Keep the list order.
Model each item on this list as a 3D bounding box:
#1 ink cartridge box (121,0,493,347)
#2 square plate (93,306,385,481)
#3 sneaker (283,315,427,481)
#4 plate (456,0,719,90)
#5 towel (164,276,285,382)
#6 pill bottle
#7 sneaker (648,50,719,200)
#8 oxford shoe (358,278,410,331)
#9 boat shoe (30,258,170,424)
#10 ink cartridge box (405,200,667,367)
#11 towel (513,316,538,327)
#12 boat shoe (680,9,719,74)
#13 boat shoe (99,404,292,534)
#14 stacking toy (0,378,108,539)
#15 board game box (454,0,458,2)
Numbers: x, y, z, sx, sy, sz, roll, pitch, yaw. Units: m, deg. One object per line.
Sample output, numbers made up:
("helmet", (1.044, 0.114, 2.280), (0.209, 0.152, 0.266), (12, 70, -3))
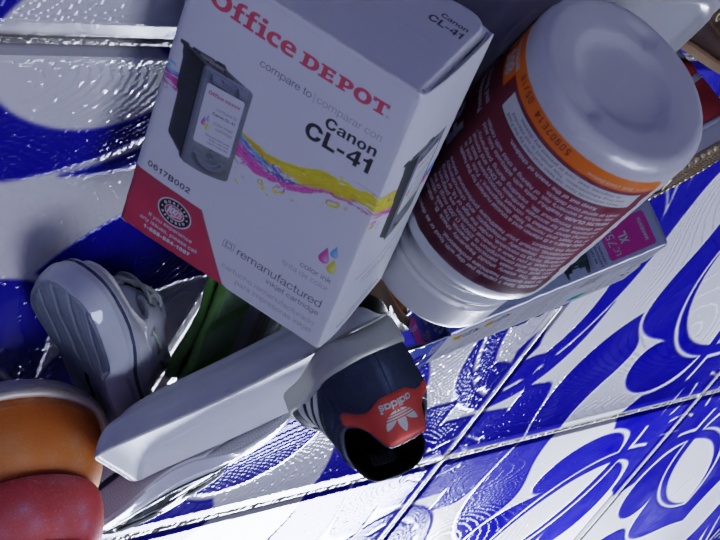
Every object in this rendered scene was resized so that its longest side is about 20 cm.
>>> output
("ink cartridge box", (-0.035, -0.079, 1.008), (0.086, 0.147, 0.201), (-47, 166, -44))
("square plate", (-0.076, 0.079, 1.205), (0.198, 0.029, 0.198), (-26, 170, -5))
("sneaker", (0.002, 0.095, 1.160), (0.074, 0.085, 0.200), (-25, 170, -9))
("plate", (0.123, -0.133, 1.100), (0.198, 0.033, 0.200), (-6, 154, -37))
("towel", (-0.044, -0.010, 1.225), (0.199, 0.031, 0.150), (-29, 152, -47))
("pill bottle", (0.094, -0.055, 1.056), (0.113, 0.115, 0.200), (-16, 161, -40))
("sneaker", (0.172, -0.100, 1.311), (0.199, 0.113, 0.071), (-25, 167, -27))
("oxford shoe", (0.000, 0.000, 1.206), (0.070, 0.072, 0.200), (5, 167, 2))
("boat shoe", (-0.156, 0.030, 1.146), (0.067, 0.073, 0.200), (-47, 169, -20))
("ink cartridge box", (0.106, 0.015, 1.274), (0.198, 0.042, 0.119), (-25, 172, -11))
("towel", (0.141, -0.027, 1.426), (0.199, 0.049, 0.149), (-15, 135, -61))
("boat shoe", (0.244, -0.190, 1.313), (0.070, 0.071, 0.199), (-48, 154, 21))
("boat shoe", (-0.128, 0.124, 1.337), (0.199, 0.073, 0.071), (-30, 165, -3))
("stacking toy", (-0.206, 0.181, 1.134), (0.145, 0.201, 0.147), (-16, 149, -10))
("board game box", (0.070, -0.191, 1.038), (0.199, 0.062, 0.199), (-37, 153, 31))
